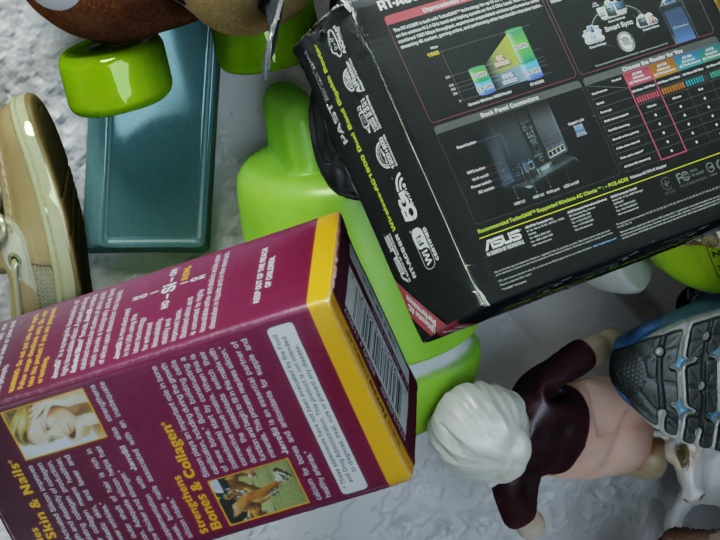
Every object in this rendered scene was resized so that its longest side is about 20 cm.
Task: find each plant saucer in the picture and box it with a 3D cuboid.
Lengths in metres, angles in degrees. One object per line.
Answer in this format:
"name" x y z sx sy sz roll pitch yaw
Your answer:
"plant saucer" -0.104 -0.104 1.302 0.070 0.019 0.201 0 106 -17

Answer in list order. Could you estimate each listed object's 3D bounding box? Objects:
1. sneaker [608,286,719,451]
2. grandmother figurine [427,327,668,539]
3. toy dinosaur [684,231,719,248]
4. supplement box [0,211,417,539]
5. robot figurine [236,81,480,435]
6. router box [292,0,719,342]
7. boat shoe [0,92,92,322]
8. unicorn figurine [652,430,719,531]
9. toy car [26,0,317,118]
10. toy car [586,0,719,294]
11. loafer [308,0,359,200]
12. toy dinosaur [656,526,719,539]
"sneaker" 0.196 0.042 1.371 0.199 0.090 0.079 -8 112 -44
"grandmother figurine" 0.102 0.086 1.345 0.200 0.060 0.122 6 98 -55
"toy dinosaur" 0.236 0.026 1.268 0.200 0.101 0.058 53 44 -14
"supplement box" -0.083 0.064 1.225 0.199 0.086 0.111 -17 118 13
"robot figurine" 0.000 0.000 1.308 0.175 0.116 0.201 -12 109 -12
"router box" 0.087 -0.070 1.165 0.199 0.062 0.150 -19 82 -31
"boat shoe" -0.169 0.010 1.287 0.063 0.073 0.202 -8 117 -1
"unicorn figurine" 0.220 0.114 1.422 0.200 0.074 0.138 -28 125 -36
"toy car" -0.077 -0.152 1.179 0.157 0.200 0.165 -16 109 -12
"toy car" 0.178 -0.091 1.326 0.174 0.150 0.201 -15 108 22
"loafer" 0.011 -0.114 1.228 0.068 0.201 0.071 4 134 5
"toy dinosaur" 0.171 0.199 1.387 0.085 0.136 0.201 6 115 1
